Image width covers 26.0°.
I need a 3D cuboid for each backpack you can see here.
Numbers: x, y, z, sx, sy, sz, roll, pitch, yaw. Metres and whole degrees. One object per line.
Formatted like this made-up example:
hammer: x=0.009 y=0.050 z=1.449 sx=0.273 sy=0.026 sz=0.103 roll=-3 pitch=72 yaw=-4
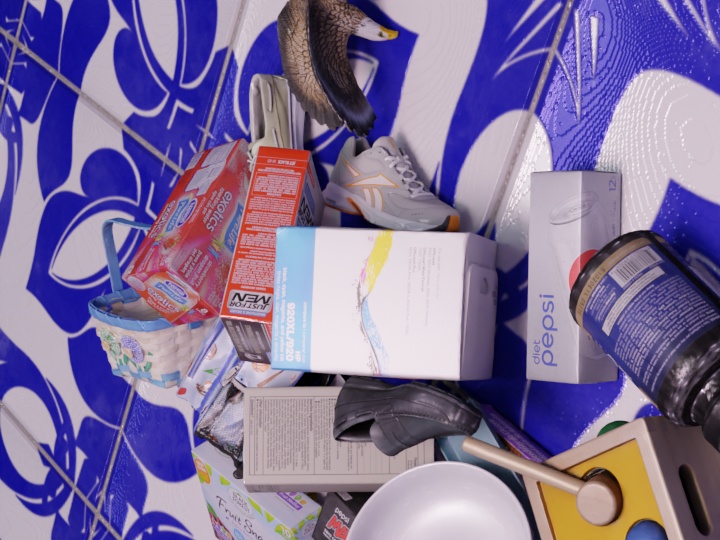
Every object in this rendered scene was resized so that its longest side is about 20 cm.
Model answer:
backpack: x=-0.105 y=0.105 z=1.754 sx=0.154 sy=0.200 sz=0.191 roll=39 pitch=105 yaw=-5

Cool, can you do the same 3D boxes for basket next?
basket: x=-0.255 y=0.038 z=1.947 sx=0.175 sy=0.138 sz=0.203 roll=7 pitch=105 yaw=48

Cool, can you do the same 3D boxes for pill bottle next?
pill bottle: x=0.283 y=0.065 z=1.377 sx=0.200 sy=0.111 sz=0.113 roll=50 pitch=124 yaw=36

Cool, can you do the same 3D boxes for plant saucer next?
plant saucer: x=0.141 y=0.226 z=1.545 sx=0.070 sy=0.019 sz=0.201 roll=-51 pitch=56 yaw=34

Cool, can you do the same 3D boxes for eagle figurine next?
eagle figurine: x=-0.033 y=-0.255 z=1.718 sx=0.149 sy=0.151 sz=0.203 roll=17 pitch=98 yaw=25

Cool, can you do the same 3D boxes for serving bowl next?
serving bowl: x=0.082 y=0.290 z=1.512 sx=0.198 sy=0.066 sz=0.202 roll=-13 pitch=56 yaw=21

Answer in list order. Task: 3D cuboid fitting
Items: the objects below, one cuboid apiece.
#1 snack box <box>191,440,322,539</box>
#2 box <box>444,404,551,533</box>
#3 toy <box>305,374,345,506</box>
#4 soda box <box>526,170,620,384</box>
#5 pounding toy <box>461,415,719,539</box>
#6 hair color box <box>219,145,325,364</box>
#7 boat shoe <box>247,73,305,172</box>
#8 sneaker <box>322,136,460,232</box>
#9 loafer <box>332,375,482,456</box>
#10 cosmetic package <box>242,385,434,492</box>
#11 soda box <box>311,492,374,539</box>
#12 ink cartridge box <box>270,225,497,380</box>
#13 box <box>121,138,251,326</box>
snack box: x=-0.109 y=0.293 z=1.811 sx=0.199 sy=0.053 sz=0.144 roll=29 pitch=139 yaw=44
box: x=0.129 y=0.258 z=1.600 sx=0.137 sy=0.039 sz=0.202 roll=37 pitch=117 yaw=40
toy: x=-0.019 y=0.213 z=1.754 sx=0.115 sy=0.047 sz=0.201 roll=50 pitch=132 yaw=20
soda box: x=0.205 y=0.006 z=1.499 sx=0.068 sy=0.063 sz=0.203 roll=3 pitch=92 yaw=47
pounding toy: x=0.224 y=0.215 z=1.420 sx=0.183 sy=0.141 sz=0.202 roll=-32 pitch=67 yaw=42
hair color box: x=-0.090 y=-0.015 z=1.639 sx=0.063 sy=0.111 sz=0.202 roll=7 pitch=65 yaw=11
boat shoe: x=-0.102 y=-0.133 z=1.809 sx=0.072 sy=0.061 sz=0.203 roll=-37 pitch=50 yaw=56
sneaker: x=0.034 y=-0.094 z=1.683 sx=0.199 sy=0.075 sz=0.093 roll=22 pitch=102 yaw=44
loafer: x=0.042 y=0.147 z=1.508 sx=0.200 sy=0.068 sz=0.071 roll=0 pitch=63 yaw=54
cosmetic package: x=-0.022 y=0.176 z=1.623 sx=0.073 sy=0.197 sz=0.105 roll=93 pitch=178 yaw=-75
soda box: x=0.036 y=0.306 z=1.626 sx=0.200 sy=0.063 sz=0.071 roll=40 pitch=121 yaw=40
ink cartridge box: x=0.028 y=0.033 z=1.571 sx=0.197 sy=0.147 sz=0.147 roll=2 pitch=88 yaw=17
box: x=-0.178 y=-0.044 z=1.825 sx=0.099 sy=0.095 sz=0.201 roll=-13 pitch=42 yaw=46
